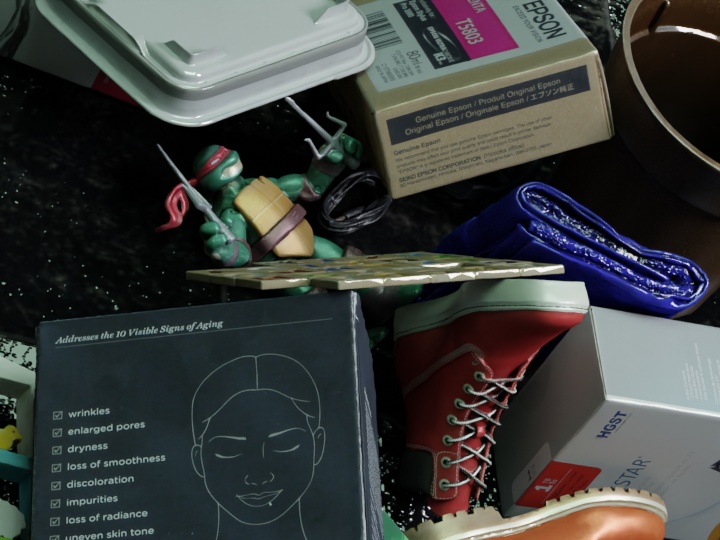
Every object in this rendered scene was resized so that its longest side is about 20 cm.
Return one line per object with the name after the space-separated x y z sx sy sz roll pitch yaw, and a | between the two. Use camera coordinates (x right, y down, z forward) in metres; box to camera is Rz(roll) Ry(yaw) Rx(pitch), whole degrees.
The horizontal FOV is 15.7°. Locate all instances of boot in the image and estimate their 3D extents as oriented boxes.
0.083 0.083 1.670 0.072 0.200 0.145 7 75 -25 | boot
0.125 0.205 1.704 0.199 0.075 0.108 -10 66 -27 | boot

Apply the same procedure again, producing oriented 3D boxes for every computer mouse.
0.050 -0.059 1.901 0.200 0.034 0.059 -18 56 -30 | computer mouse

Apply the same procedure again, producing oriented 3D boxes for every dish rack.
-0.100 -0.179 1.762 0.200 0.044 0.172 -24 55 -39 | dish rack

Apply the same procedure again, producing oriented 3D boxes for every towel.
0.128 0.012 1.767 0.147 0.200 0.050 28 68 -12 | towel

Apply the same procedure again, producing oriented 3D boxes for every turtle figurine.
-0.052 -0.032 1.773 0.200 0.101 0.150 47 60 -8 | turtle figurine

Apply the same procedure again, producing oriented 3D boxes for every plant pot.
0.234 -0.078 1.894 0.200 0.198 0.201 15 50 -18 | plant pot

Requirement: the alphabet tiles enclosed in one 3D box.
0.000 0.000 1.649 0.199 0.167 0.008 -3 95 -31 | alphabet tiles

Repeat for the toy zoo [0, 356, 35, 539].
-0.248 0.110 1.562 0.131 0.020 0.201 17 50 -32 | toy zoo

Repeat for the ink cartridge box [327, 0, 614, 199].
0.068 -0.142 1.849 0.164 0.075 0.200 -17 30 -7 | ink cartridge box

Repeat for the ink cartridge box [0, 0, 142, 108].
-0.218 -0.221 1.844 0.199 0.083 0.146 20 48 -14 | ink cartridge box

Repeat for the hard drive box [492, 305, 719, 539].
0.211 0.109 1.762 0.199 0.156 0.077 9 52 -21 | hard drive box

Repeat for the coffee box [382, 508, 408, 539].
-0.003 0.214 1.611 0.123 0.044 0.200 -13 48 -35 | coffee box

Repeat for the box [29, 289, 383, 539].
-0.089 0.131 1.551 0.199 0.124 0.197 -6 55 4 | box
